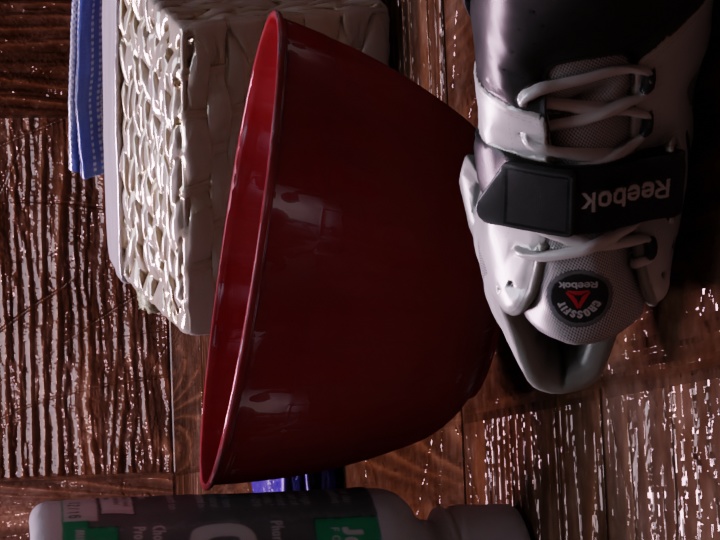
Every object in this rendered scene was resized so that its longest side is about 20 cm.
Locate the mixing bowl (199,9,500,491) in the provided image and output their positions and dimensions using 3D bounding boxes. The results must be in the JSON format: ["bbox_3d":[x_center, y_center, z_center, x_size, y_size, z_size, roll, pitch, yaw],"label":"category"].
[{"bbox_3d":[0.000,0.000,0.902,0.200,0.108,0.200,-171,90,-83],"label":"mixing bowl"}]

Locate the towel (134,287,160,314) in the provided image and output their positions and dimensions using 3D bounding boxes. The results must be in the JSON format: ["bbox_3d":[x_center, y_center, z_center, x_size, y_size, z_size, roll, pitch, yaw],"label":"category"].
[{"bbox_3d":[-0.073,-0.073,1.301,0.036,0.148,0.200,-139,45,-55],"label":"towel"}]

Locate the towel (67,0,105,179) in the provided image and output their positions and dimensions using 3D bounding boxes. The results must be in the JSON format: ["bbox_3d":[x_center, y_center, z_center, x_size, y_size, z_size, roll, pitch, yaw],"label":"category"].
[{"bbox_3d":[-0.091,-0.140,1.316,0.024,0.200,0.145,26,121,40],"label":"towel"}]

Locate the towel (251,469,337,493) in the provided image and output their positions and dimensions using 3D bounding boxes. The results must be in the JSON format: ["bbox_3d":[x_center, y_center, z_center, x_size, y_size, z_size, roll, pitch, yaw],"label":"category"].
[{"bbox_3d":[-0.051,0.127,1.484,0.200,0.050,0.148,161,108,-81],"label":"towel"}]

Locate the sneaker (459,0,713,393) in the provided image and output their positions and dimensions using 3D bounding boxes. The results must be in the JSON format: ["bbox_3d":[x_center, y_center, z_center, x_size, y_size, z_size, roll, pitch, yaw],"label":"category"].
[{"bbox_3d":[0.069,-0.029,0.639,0.200,0.074,0.089,85,179,-61],"label":"sneaker"}]

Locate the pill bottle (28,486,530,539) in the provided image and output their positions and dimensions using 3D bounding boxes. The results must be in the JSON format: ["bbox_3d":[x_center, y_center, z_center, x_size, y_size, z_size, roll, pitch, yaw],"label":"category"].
[{"bbox_3d":[-0.033,0.146,0.885,0.113,0.200,0.113,178,90,-81],"label":"pill bottle"}]

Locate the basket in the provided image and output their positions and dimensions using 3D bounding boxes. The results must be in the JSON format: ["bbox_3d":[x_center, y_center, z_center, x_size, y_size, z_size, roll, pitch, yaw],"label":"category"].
[{"bbox_3d":[-0.063,-0.075,1.209,0.123,0.135,0.200,-134,40,-58],"label":"basket"}]
